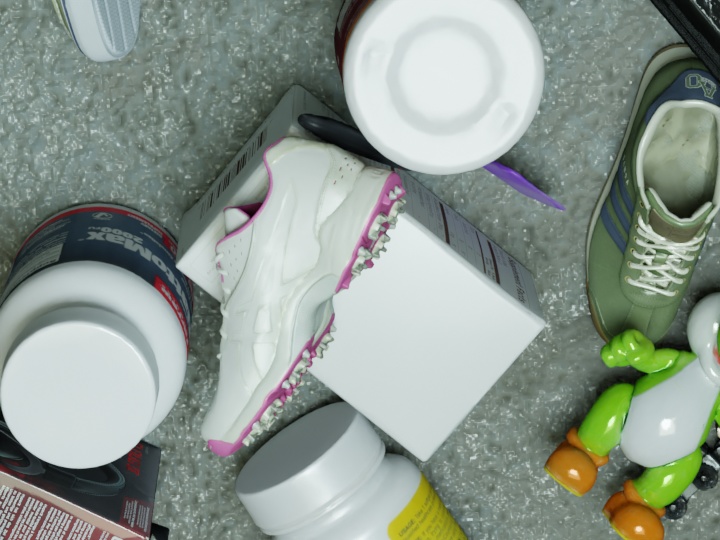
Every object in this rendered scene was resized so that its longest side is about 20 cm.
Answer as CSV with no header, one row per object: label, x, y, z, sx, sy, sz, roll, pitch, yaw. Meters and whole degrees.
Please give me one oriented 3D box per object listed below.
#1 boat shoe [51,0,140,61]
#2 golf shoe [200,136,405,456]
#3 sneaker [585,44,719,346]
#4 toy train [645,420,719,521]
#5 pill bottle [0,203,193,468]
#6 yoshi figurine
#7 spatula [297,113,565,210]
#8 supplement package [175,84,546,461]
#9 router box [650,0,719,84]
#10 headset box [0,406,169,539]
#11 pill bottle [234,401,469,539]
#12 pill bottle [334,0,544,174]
boat shoe,-0.183,-0.222,1.640,0.062,0.072,0.201,-6,105,26
golf shoe,-0.052,0.012,1.593,0.091,0.075,0.200,31,104,6
sneaker,0.184,-0.034,1.687,0.067,0.090,0.201,10,107,-5
toy train,0.253,0.082,1.757,0.046,0.034,0.200,45,102,-1
pill bottle,-0.162,0.042,1.645,0.119,0.200,0.120,-1,108,-2
yoshi figurine,0.210,0.076,1.693,0.200,0.112,0.112,-49,140,6
spatula,0.044,-0.067,1.649,0.200,0.056,0.021,12,98,-36
supplement package,0.000,0.000,1.679,0.200,0.117,0.117,39,102,-11
router box,0.246,-0.193,1.632,0.149,0.051,0.200,-45,105,-15
headset box,-0.213,0.135,1.700,0.200,0.149,0.077,25,106,-8
pill bottle,0.013,0.190,1.741,0.114,0.114,0.200,-32,105,8
pill bottle,0.042,-0.129,1.593,0.114,0.200,0.115,0,103,-2
